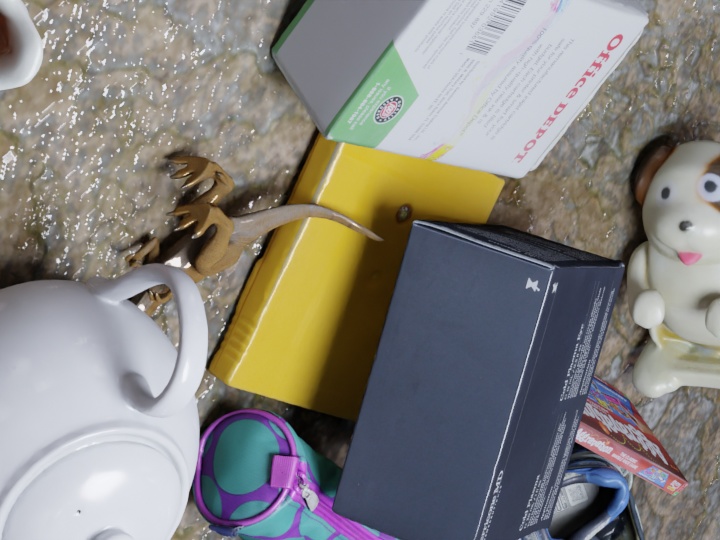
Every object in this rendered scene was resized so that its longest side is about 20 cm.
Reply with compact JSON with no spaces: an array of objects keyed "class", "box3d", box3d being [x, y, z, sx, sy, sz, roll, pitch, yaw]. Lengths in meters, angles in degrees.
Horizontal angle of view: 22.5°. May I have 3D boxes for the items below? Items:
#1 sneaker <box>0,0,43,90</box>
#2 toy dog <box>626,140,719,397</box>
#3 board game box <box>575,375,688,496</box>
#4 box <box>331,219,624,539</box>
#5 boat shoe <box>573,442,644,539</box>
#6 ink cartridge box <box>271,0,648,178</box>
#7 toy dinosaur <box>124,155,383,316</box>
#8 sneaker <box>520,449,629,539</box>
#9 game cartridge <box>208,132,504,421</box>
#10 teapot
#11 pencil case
[{"class":"sneaker","box3d":[-0.235,-0.143,0.874,0.199,0.079,0.079,19,98,-48]},{"class":"toy dog","box3d":[0.287,-0.012,1.444,0.195,0.138,0.201,-54,141,-29]},{"class":"board game box","box3d":[0.184,0.111,1.429,0.019,0.103,0.199,-42,142,14]},{"class":"box","box3d":[0.084,0.075,1.222,0.182,0.103,0.202,0,107,-68]},{"class":"boat shoe","box3d":[0.186,0.174,1.495,0.075,0.062,0.201,-39,134,-16]},{"class":"ink cartridge box","box3d":[0.066,-0.147,1.143,0.199,0.088,0.146,9,129,-46]},{"class":"toy dinosaur","box3d":[-0.086,-0.021,1.121,0.199,0.061,0.107,-30,146,-16]},{"class":"sneaker","box3d":[0.119,0.198,1.385,0.199,0.085,0.078,-30,95,-8]},{"class":"game cartridge","box3d":[0.000,0.000,1.235,0.176,0.032,0.202,21,97,-49]},{"class":"teapot","box3d":[-0.163,0.110,1.012,0.196,0.146,0.201,-29,133,-16]},{"class":"pencil case","box3d":[-0.032,0.168,1.243,0.200,0.092,0.086,40,70,-50]}]
